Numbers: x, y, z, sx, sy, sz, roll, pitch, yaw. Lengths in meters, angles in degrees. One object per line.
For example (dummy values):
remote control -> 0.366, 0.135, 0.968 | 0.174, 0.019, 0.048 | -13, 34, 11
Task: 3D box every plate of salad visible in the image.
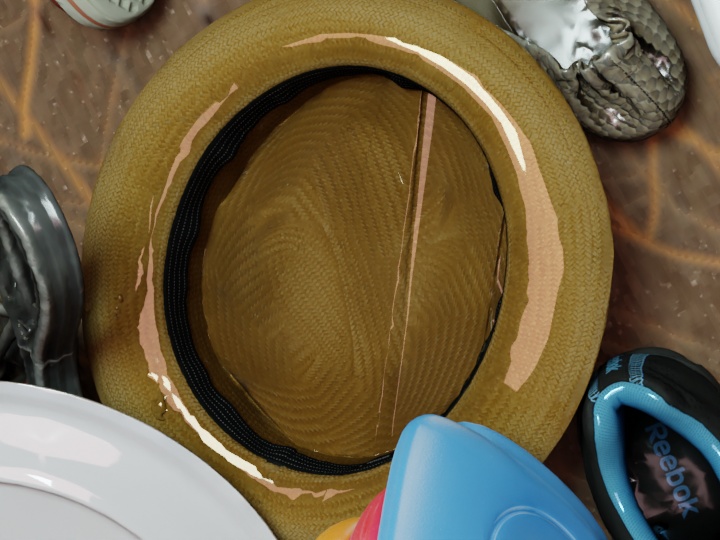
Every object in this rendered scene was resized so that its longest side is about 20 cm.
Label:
plate of salad -> -0.113, 0.114, 0.892 | 0.200, 0.048, 0.200 | 7, 125, 9

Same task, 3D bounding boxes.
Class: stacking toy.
stacking toy -> -0.015, 0.143, 0.816 | 0.200, 0.110, 0.116 | -31, 118, 31

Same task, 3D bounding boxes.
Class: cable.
cable -> -0.119, 0.030, 0.862 | 0.050, 0.200, 0.097 | -21, 82, -12

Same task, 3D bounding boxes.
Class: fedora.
fedora -> 0.000, 0.000, 0.880 | 0.201, 0.082, 0.201 | 1, 93, 15

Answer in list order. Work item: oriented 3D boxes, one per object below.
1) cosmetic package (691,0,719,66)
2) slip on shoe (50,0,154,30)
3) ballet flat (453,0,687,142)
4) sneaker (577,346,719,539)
cosmetic package -> 0.169, -0.155, 0.783 | 0.167, 0.200, 0.166 | -21, 83, 12
slip on shoe -> -0.143, -0.169, 0.937 | 0.200, 0.074, 0.061 | 52, 134, 4
ballet flat -> 0.036, -0.119, 0.894 | 0.200, 0.046, 0.067 | 45, 97, 12
sneaker -> 0.126, 0.119, 0.844 | 0.073, 0.082, 0.200 | -32, 82, 9
